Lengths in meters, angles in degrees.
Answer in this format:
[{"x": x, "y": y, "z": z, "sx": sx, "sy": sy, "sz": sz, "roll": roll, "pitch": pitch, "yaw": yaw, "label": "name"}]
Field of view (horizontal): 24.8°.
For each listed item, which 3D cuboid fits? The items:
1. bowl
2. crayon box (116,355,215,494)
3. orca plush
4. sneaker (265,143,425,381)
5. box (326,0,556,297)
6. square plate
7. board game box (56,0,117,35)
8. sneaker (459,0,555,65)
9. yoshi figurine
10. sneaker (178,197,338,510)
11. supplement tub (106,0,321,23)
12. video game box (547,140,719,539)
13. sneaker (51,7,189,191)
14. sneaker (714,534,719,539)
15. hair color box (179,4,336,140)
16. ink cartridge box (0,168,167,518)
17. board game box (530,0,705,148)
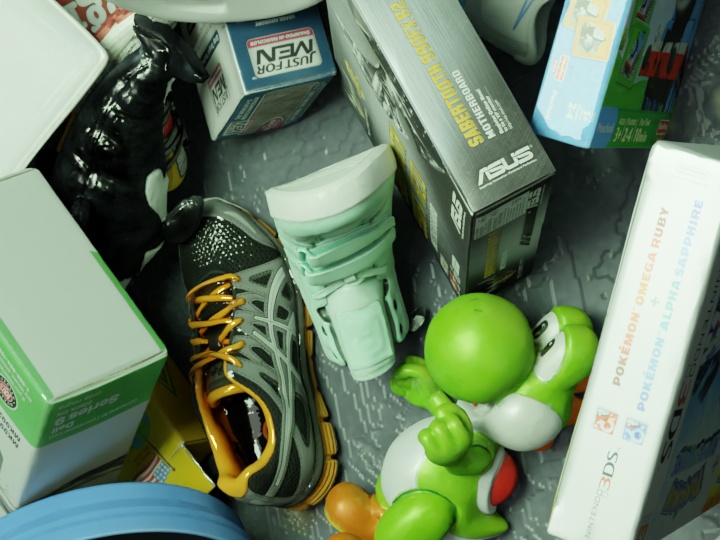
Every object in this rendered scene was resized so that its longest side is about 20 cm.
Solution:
[{"x": -0.158, "y": 0.193, "z": 0.992, "sx": 0.200, "sy": 0.200, "sz": 0.040, "roll": -38, "pitch": 50, "yaw": 25, "label": "bowl"}, {"x": -0.175, "y": 0.097, "z": 1.074, "sx": 0.127, "sy": 0.051, "sz": 0.200, "roll": -45, "pitch": 71, "yaw": 24, "label": "crayon box"}, {"x": -0.141, "y": -0.046, "z": 0.962, "sx": 0.105, "sy": 0.071, "sz": 0.200, "roll": 33, "pitch": 129, "yaw": -10, "label": "orca plush"}, {"x": 0.000, "y": 0.000, "z": 0.905, "sx": 0.073, "sy": 0.200, "sz": 0.119, "roll": -20, "pitch": 89, "yaw": -2, "label": "sneaker"}, {"x": 0.039, "y": -0.078, "z": 0.865, "sx": 0.048, "sy": 0.200, "sz": 0.159, "roll": -28, "pitch": 77, "yaw": -5, "label": "box"}, {"x": -0.266, "y": -0.120, "z": 0.988, "sx": 0.200, "sy": 0.028, "sz": 0.198, "roll": 45, "pitch": 110, "yaw": 13, "label": "square plate"}, {"x": -0.213, "y": -0.169, "z": 1.036, "sx": 0.199, "sy": 0.019, "sz": 0.103, "roll": -27, "pitch": 102, "yaw": 1, "label": "board game box"}, {"x": 0.128, "y": -0.197, "z": 0.888, "sx": 0.087, "sy": 0.075, "sz": 0.200, "roll": 42, "pitch": 116, "yaw": 9, "label": "sneaker"}, {"x": 0.044, "y": 0.086, "z": 0.920, "sx": 0.200, "sy": 0.112, "sz": 0.113, "roll": -49, "pitch": 63, "yaw": 19, "label": "yoshi figurine"}, {"x": -0.072, "y": 0.049, "z": 0.999, "sx": 0.078, "sy": 0.077, "sz": 0.201, "roll": -26, "pitch": 76, "yaw": 30, "label": "sneaker"}, {"x": -0.078, "y": -0.245, "z": 0.860, "sx": 0.144, "sy": 0.144, "sz": 0.202, "roll": -9, "pitch": 78, "yaw": 29, "label": "supplement tub"}, {"x": 0.165, "y": 0.032, "z": 0.793, "sx": 0.047, "sy": 0.200, "sz": 0.184, "roll": 21, "pitch": 103, "yaw": 25, "label": "video game box"}, {"x": -0.136, "y": -0.097, "z": 1.017, "sx": 0.082, "sy": 0.078, "sz": 0.201, "roll": 27, "pitch": 133, "yaw": 3, "label": "sneaker"}, {"x": 0.228, "y": 0.149, "z": 0.820, "sx": 0.199, "sy": 0.099, "sz": 0.071, "roll": -31, "pitch": 79, "yaw": 28, "label": "sneaker"}, {"x": -0.079, "y": -0.190, "z": 0.977, "sx": 0.100, "sy": 0.060, "sz": 0.201, "roll": 144, "pitch": 111, "yaw": -71, "label": "hair color box"}, {"x": -0.205, "y": 0.065, "z": 0.967, "sx": 0.146, "sy": 0.084, "sz": 0.200, "roll": 50, "pitch": 141, "yaw": 20, "label": "ink cartridge box"}, {"x": 0.148, "y": -0.162, "z": 0.822, "sx": 0.036, "sy": 0.151, "sz": 0.202, "roll": 18, "pitch": 101, "yaw": 21, "label": "board game box"}]
